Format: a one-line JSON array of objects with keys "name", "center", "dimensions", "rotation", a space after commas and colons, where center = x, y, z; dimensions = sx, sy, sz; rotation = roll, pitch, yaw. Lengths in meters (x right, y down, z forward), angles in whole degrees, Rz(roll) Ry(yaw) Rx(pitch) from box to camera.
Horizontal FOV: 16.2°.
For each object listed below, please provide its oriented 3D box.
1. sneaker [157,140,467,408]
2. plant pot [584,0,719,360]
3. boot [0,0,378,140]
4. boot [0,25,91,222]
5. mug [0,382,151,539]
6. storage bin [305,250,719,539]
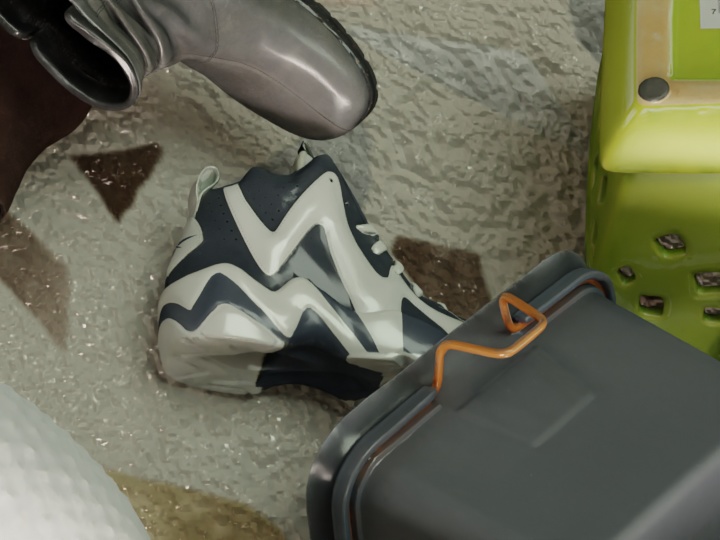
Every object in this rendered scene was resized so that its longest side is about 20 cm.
[{"name": "sneaker", "center": [0.000, 0.000, 1.226], "dimensions": [0.199, 0.080, 0.130], "rotation": [7, 62, -14]}, {"name": "plant pot", "center": [0.212, -0.079, 1.290], "dimensions": [0.199, 0.182, 0.199], "rotation": [0, 53, 9]}, {"name": "boot", "center": [-0.092, -0.106, 1.199], "dimensions": [0.200, 0.070, 0.132], "rotation": [35, 33, -5]}, {"name": "boot", "center": [-0.212, -0.129, 1.201], "dimensions": [0.200, 0.072, 0.166], "rotation": [36, 45, -7]}, {"name": "mug", "center": [-0.187, 0.132, 0.997], "dimensions": [0.175, 0.148, 0.200], "rotation": [32, 77, -15]}, {"name": "storage bin", "center": [0.093, 0.093, 1.126], "dimensions": [0.134, 0.146, 0.200], "rotation": [24, 45, 35]}]
